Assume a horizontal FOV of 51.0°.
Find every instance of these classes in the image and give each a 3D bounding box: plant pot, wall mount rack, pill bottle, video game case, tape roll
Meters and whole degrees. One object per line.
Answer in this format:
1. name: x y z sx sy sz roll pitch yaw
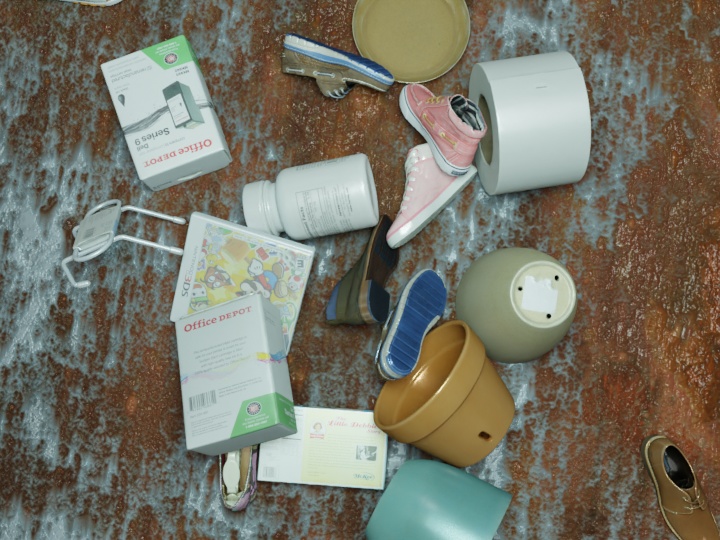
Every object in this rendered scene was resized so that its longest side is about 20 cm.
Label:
1. plant pot: 0.134 0.196 1.125 0.140 0.200 0.200 43 84 -12
2. wall mount rack: -0.365 -0.050 1.165 0.172 0.201 0.075 -21 120 0
3. plant pot: 0.085 -0.409 1.269 0.197 0.027 0.203 0 84 -1
4. pill bottle: -0.077 -0.109 1.182 0.197 0.114 0.116 -10 83 9
5. video game case: -0.186 0.023 1.178 0.198 0.023 0.184 17 108 1
6. tape roll: 0.255 -0.226 1.163 0.137 0.203 0.205 -8 83 -2
7. plant pot: 0.248 0.046 1.130 0.185 0.200 0.190 0 84 -1
8. plant pot: 0.104 0.372 1.096 0.160 0.201 0.202 30 83 15

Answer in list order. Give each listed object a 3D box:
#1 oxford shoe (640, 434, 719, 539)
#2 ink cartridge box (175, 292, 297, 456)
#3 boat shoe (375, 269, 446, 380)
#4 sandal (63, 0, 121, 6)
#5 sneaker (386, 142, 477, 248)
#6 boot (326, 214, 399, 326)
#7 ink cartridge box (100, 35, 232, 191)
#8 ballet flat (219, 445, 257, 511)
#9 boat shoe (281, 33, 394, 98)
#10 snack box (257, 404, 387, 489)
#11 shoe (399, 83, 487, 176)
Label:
1. oxford shoe: 0.501 0.354 1.163 0.071 0.071 0.202 -27 86 -6
2. ink cartridge box: -0.184 0.153 1.109 0.144 0.088 0.202 -18 66 11
3. boat shoe: 0.069 0.082 1.171 0.072 0.072 0.201 39 53 -11
4. sandal: -0.482 -0.487 1.252 0.204 0.059 0.080 -2 83 -1
5. sneaker: 0.088 -0.129 1.205 0.105 0.075 0.200 45 71 4
6. boot: 0.000 0.000 1.191 0.096 0.075 0.202 -16 45 33
7. ink cartridge box: -0.308 -0.250 1.214 0.144 0.084 0.202 -21 84 -3
8. ballet flat: -0.191 0.268 1.161 0.068 0.071 0.203 -3 83 2
9. boat shoe: -0.039 -0.323 1.235 0.198 0.072 0.073 25 113 17
10. snack box: -0.057 0.273 1.179 0.197 0.037 0.118 5 83 0
11. shoe: 0.131 -0.249 1.184 0.071 0.091 0.201 -5 52 -29
